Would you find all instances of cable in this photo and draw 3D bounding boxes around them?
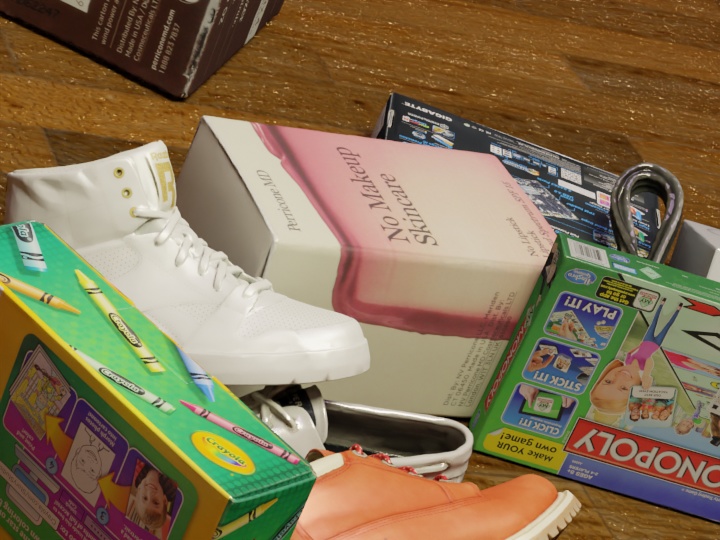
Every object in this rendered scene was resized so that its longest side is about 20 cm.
[{"bbox_3d":[0.163,0.009,1.363,0.097,0.050,0.200,18,58,22],"label":"cable"}]

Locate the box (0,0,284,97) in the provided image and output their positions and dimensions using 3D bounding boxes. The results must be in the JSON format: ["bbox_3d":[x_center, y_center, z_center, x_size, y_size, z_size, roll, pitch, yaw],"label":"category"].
[{"bbox_3d":[-0.132,-0.248,1.544,0.164,0.166,0.200,26,28,6],"label":"box"}]

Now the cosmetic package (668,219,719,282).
[{"bbox_3d":[0.304,0.025,1.455,0.199,0.052,0.151,16,10,-3],"label":"cosmetic package"}]

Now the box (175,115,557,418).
[{"bbox_3d":[0.000,0.000,1.272,0.199,0.109,0.128,6,33,-31],"label":"box"}]

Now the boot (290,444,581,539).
[{"bbox_3d":[0.026,0.120,1.097,0.200,0.075,0.107,-16,62,-50],"label":"boot"}]

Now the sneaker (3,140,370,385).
[{"bbox_3d":[-0.091,-0.006,1.139,0.199,0.116,0.074,6,6,10],"label":"sneaker"}]

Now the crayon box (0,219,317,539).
[{"bbox_3d":[-0.122,0.083,1.025,0.200,0.119,0.058,40,32,28],"label":"crayon box"}]

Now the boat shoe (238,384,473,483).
[{"bbox_3d":[-0.037,0.087,1.137,0.199,0.066,0.072,14,29,-18],"label":"boat shoe"}]

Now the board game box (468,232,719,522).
[{"bbox_3d":[0.177,0.068,1.261,0.199,0.135,0.029,17,28,-12],"label":"board game box"}]

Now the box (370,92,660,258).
[{"bbox_3d":[0.099,-0.034,1.473,0.199,0.046,0.159,20,28,-7],"label":"box"}]
